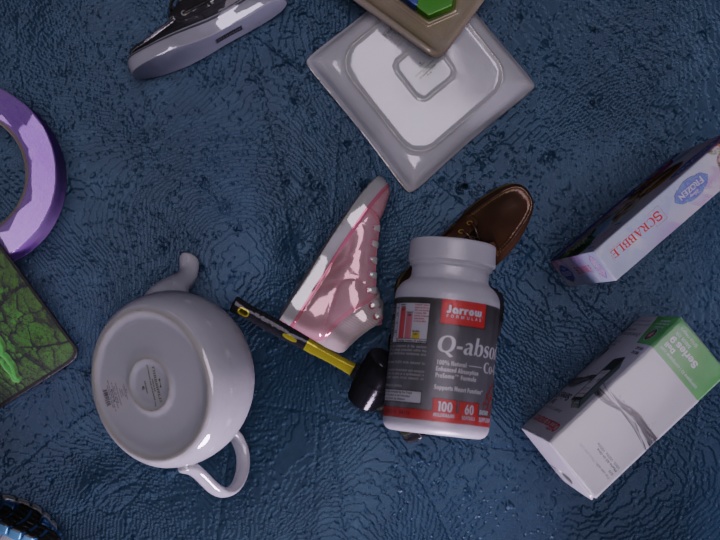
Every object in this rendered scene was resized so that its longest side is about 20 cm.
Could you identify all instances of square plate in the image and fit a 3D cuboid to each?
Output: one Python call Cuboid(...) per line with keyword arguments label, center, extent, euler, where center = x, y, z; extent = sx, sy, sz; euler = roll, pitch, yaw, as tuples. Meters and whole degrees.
Cuboid(label="square plate", center=(0.071, -0.230, 1.355), extent=(0.199, 0.028, 0.199), euler=(-40, 91, -5))

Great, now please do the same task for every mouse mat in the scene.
Cuboid(label="mouse mat", center=(-0.427, 0.056, 1.279), extent=(0.160, 0.008, 0.201), euler=(-32, 108, 5))

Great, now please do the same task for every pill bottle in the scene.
Cuboid(label="pill bottle", center=(0.088, 0.072, 1.235), extent=(0.114, 0.116, 0.204), euler=(6, 84, -4))

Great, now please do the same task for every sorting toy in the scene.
Cuboid(label="sorting toy", center=(0.072, -0.370, 1.336), extent=(0.184, 0.037, 0.201), euler=(36, 80, 7))

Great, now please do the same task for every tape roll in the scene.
Cuboid(label="tape roll", center=(-0.432, -0.104, 1.296), extent=(0.196, 0.066, 0.204), euler=(0, 87, -5))

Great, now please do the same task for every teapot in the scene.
Cuboid(label="teapot", center=(-0.185, 0.116, 1.272), extent=(0.196, 0.145, 0.202), euler=(32, 108, 23))

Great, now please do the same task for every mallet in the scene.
Cuboid(label="mallet", center=(-0.048, 0.076, 1.280), extent=(0.199, 0.041, 0.066), euler=(35, 112, -4))

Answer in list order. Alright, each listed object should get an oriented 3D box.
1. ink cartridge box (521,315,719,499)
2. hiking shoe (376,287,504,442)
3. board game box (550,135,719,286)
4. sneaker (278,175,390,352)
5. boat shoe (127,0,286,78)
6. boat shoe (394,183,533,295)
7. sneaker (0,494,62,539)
Cuboid(label="ink cartridge box", center=(0.288, 0.147, 1.297), extent=(0.200, 0.146, 0.084), euler=(-42, 92, -5))
Cuboid(label="hiking shoe", center=(0.083, 0.092, 1.320), extent=(0.100, 0.076, 0.201), euler=(36, 87, -5))
Cuboid(label="board game box", center=(0.314, -0.063, 1.280), extent=(0.199, 0.200, 0.041), euler=(-40, 91, -5))
Cuboid(label="sneaker", center=(0.000, 0.000, 1.319), extent=(0.104, 0.075, 0.202), euler=(32, 90, -2))
Cuboid(label="boat shoe", center=(-0.182, -0.288, 1.321), extent=(0.198, 0.070, 0.067), euler=(-29, 82, -5))
Cuboid(label="boat shoe", center=(0.124, -0.023, 1.331), extent=(0.200, 0.068, 0.072), euler=(-42, 91, -5))
Cuboid(label="sneaker", center=(-0.427, 0.289, 1.287), extent=(0.197, 0.075, 0.088), euler=(19, 97, 2))
